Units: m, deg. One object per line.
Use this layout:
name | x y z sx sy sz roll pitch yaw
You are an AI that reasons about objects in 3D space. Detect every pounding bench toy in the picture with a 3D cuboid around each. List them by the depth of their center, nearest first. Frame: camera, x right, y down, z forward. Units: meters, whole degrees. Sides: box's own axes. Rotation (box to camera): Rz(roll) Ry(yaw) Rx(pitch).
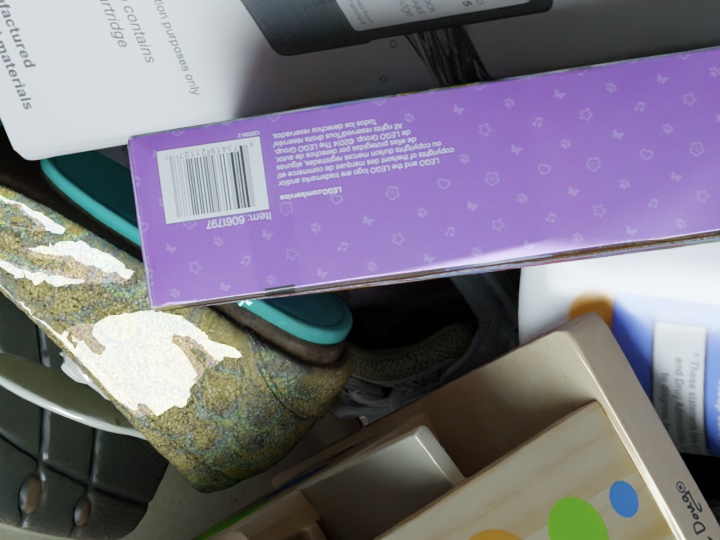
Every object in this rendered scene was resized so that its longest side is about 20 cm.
pounding bench toy | 0.018 0.143 0.692 0.124 0.156 0.200 -30 90 47

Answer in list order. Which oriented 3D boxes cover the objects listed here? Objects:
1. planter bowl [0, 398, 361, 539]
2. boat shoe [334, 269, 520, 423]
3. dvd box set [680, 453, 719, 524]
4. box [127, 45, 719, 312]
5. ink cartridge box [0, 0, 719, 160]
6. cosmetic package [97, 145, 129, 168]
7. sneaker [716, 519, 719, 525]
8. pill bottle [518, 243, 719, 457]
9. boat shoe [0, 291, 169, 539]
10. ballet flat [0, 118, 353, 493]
planter bowl | -0.107 0.099 0.891 0.200 0.135 0.201 9 129 12
boat shoe | 0.001 -0.001 0.810 0.074 0.065 0.202 -5 138 22
dvd box set | 0.152 0.135 0.898 0.146 0.029 0.200 -10 122 25
box | 0.066 -0.024 0.633 0.199 0.137 0.039 -8 91 15
ink cartridge box | 0.017 -0.108 0.679 0.200 0.146 0.084 -8 122 23
cosmetic package | -0.154 -0.044 0.830 0.199 0.081 0.113 1 129 17
sneaker | 0.096 0.138 0.814 0.073 0.114 0.201 -34 85 43
pill bottle | 0.147 -0.002 0.741 0.199 0.112 0.112 7 129 13
boat shoe | -0.142 0.007 0.777 0.200 0.076 0.074 31 165 -20
ballet flat | -0.095 -0.016 0.721 0.200 0.071 0.071 37 130 0
